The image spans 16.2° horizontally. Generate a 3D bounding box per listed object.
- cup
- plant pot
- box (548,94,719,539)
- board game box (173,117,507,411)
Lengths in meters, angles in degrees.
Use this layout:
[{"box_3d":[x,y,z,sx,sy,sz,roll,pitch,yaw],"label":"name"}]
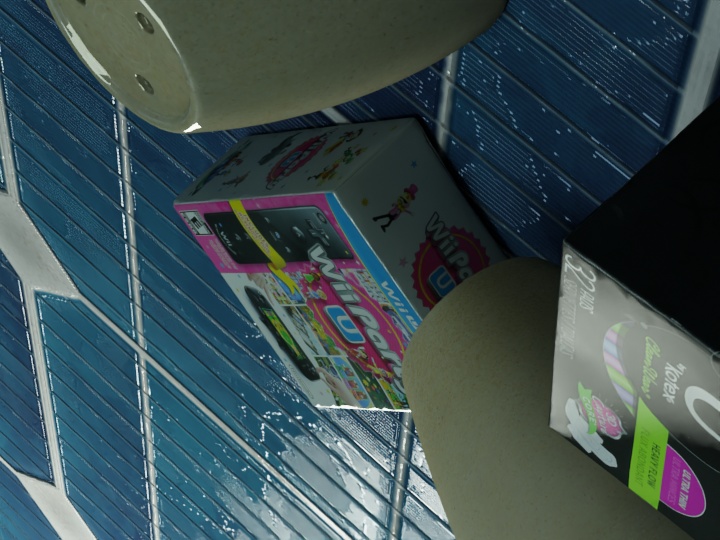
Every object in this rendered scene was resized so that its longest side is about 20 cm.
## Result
[{"box_3d":[-0.055,-0.141,1.103,0.200,0.143,0.200,40,157,21],"label":"cup"},{"box_3d":[0.112,0.092,1.167,0.200,0.187,0.187,51,162,31],"label":"plant pot"},{"box_3d":[0.188,0.046,0.985,0.200,0.124,0.149,38,156,23],"label":"box"},{"box_3d":[0.000,0.000,1.339,0.148,0.064,0.200,55,156,-16],"label":"board game box"}]
